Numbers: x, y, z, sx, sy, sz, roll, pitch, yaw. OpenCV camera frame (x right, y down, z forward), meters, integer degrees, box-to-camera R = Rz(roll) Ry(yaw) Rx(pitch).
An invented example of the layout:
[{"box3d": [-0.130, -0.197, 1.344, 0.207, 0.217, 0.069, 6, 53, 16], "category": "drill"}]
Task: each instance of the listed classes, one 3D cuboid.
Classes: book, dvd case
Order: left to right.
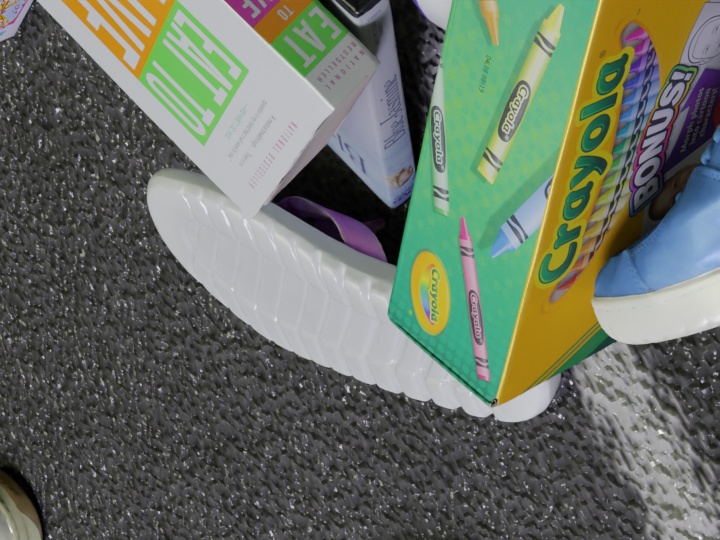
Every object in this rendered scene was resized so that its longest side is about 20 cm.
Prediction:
[{"box3d": [-0.084, -0.118, 0.871, 0.200, 0.048, 0.134, 44, 163, 0], "category": "book"}, {"box3d": [-0.035, -0.107, 0.920, 0.143, 0.018, 0.200, 46, 171, 16], "category": "dvd case"}]

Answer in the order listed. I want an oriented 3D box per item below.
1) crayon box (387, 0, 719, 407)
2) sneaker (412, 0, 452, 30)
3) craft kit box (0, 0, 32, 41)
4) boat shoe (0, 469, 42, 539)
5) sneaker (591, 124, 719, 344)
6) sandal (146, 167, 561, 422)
[{"box3d": [0.083, -0.063, 0.802, 0.058, 0.118, 0.201, 40, 137, 30], "category": "crayon box"}, {"box3d": [-0.005, -0.166, 0.826, 0.146, 0.081, 0.200, 38, 175, 25], "category": "sneaker"}, {"box3d": [-0.195, -0.233, 1.117, 0.200, 0.048, 0.198, 57, 146, 11], "category": "craft kit box"}, {"box3d": [-0.217, 0.206, 1.382, 0.073, 0.063, 0.201, 35, 134, 35], "category": "boat shoe"}, {"box3d": [0.135, -0.059, 0.754, 0.200, 0.077, 0.112, -29, 90, 40], "category": "sneaker"}, {"box3d": [0.000, 0.005, 1.011, 0.202, 0.050, 0.083, 26, 145, 25], "category": "sandal"}]
